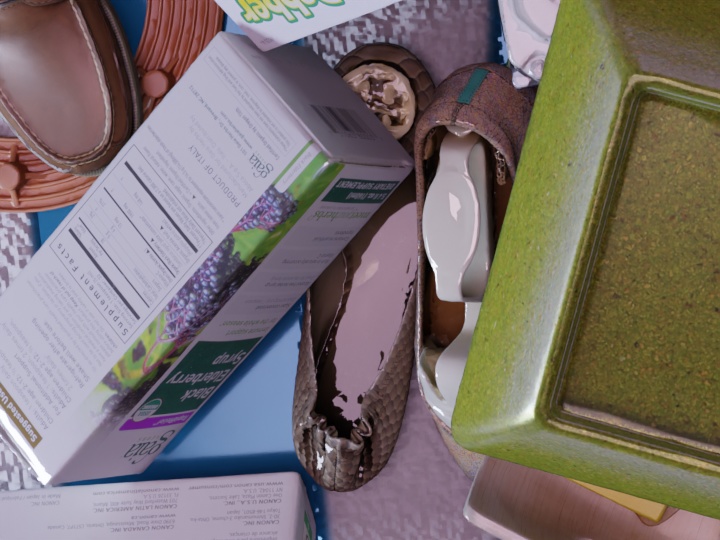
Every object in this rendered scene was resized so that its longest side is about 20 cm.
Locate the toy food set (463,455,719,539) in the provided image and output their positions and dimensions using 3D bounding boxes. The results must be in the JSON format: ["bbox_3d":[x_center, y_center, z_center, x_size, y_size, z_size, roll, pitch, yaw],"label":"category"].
[{"bbox_3d":[0.145,0.041,0.937,0.143,0.060,0.201,26,97,1],"label":"toy food set"}]

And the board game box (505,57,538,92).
[{"bbox_3d":[0.156,-0.053,1.018,0.199,0.029,0.135,17,98,9],"label":"board game box"}]

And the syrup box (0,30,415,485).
[{"bbox_3d":[-0.079,-0.002,1.020,0.200,0.079,0.081,-49,69,19],"label":"syrup box"}]

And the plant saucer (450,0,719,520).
[{"bbox_3d":[0.149,0.006,0.880,0.199,0.048,0.201,15,105,4],"label":"plant saucer"}]

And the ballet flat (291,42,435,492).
[{"bbox_3d":[0.000,0.000,1.044,0.067,0.046,0.201,9,97,9],"label":"ballet flat"}]

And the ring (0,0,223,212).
[{"bbox_3d":[-0.160,-0.126,1.078,0.199,0.019,0.202,1,96,11],"label":"ring"}]

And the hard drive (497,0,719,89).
[{"bbox_3d":[0.110,-0.179,0.899,0.139,0.038,0.201,-8,93,11],"label":"hard drive"}]

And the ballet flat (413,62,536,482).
[{"bbox_3d":[0.047,0.014,1.004,0.068,0.067,0.201,1,110,20],"label":"ballet flat"}]

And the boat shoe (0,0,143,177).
[{"bbox_3d":[-0.161,-0.130,1.033,0.072,0.068,0.201,-27,91,10],"label":"boat shoe"}]

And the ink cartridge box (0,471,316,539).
[{"bbox_3d":[-0.106,0.183,1.020,0.160,0.050,0.201,-4,51,11],"label":"ink cartridge box"}]

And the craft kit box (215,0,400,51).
[{"bbox_3d":[-0.039,-0.182,0.873,0.197,0.200,0.049,44,62,-21],"label":"craft kit box"}]
